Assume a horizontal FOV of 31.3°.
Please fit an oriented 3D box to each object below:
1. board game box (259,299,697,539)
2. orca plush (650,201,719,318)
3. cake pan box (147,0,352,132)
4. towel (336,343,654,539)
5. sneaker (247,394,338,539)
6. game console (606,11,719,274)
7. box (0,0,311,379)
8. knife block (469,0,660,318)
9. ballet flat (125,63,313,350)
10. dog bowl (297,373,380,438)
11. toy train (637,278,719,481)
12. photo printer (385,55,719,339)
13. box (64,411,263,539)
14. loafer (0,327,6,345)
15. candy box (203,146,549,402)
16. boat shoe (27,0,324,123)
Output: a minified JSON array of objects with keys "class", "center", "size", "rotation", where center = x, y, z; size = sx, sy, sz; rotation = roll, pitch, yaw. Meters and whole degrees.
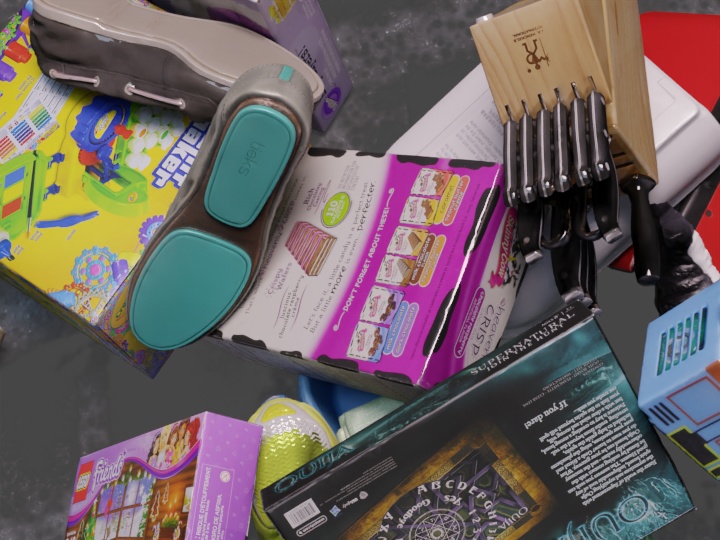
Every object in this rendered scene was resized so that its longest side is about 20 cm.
[{"class":"board game box","center":[0.065,0.123,0.692],"size":[0.200,0.028,0.136],"rotation":[-30,109,1]},{"class":"orca plush","center":[0.207,0.061,0.741],"size":[0.071,0.200,0.105],"rotation":[-40,30,-18]},{"class":"cake pan box","center":[-0.113,-0.190,0.882],"size":[0.200,0.184,0.052],"rotation":[28,76,18]},{"class":"towel","center":[0.086,0.150,0.746],"size":[0.152,0.023,0.201],"rotation":[-22,75,3]},{"class":"sneaker","center":[-0.028,0.165,0.782],"size":[0.075,0.105,0.201],"rotation":[-8,104,-5]},{"class":"game console","center":[0.233,-0.063,0.859],"size":[0.172,0.119,0.200],"rotation":[33,76,-12]},{"class":"box","center":[-0.173,-0.070,0.879],"size":[0.192,0.122,0.200],"rotation":[31,77,20]},{"class":"knife block","center":[0.131,-0.076,0.736],"size":[0.064,0.200,0.176],"rotation":[-15,103,27]},{"class":"ballet flat","center":[-0.080,-0.036,0.765],"size":[0.067,0.200,0.064],"rotation":[25,33,-11]},{"class":"dog bowl","center":[0.033,0.105,0.813],"size":[0.111,0.050,0.200],"rotation":[-33,68,-4]},{"class":"toy train","center":[0.243,0.080,0.677],"size":[0.200,0.114,0.087],"rotation":[39,42,-16]},{"class":"photo printer","center":[0.109,-0.063,0.822],"size":[0.200,0.069,0.167],"rotation":[-43,48,7]},{"class":"box","center":[-0.127,0.167,0.751],"size":[0.039,0.200,0.137],"rotation":[18,66,-27]},{"class":"loafer","center":[-0.327,0.018,0.908],"size":[0.200,0.075,0.070],"rotation":[37,67,16]},{"class":"candy box","center":[0.000,0.000,0.779],"size":[0.200,0.061,0.137],"rotation":[11,73,43]},{"class":"boat shoe","center":[-0.116,-0.125,0.804],"size":[0.199,0.057,0.067],"rotation":[21,38,12]}]
